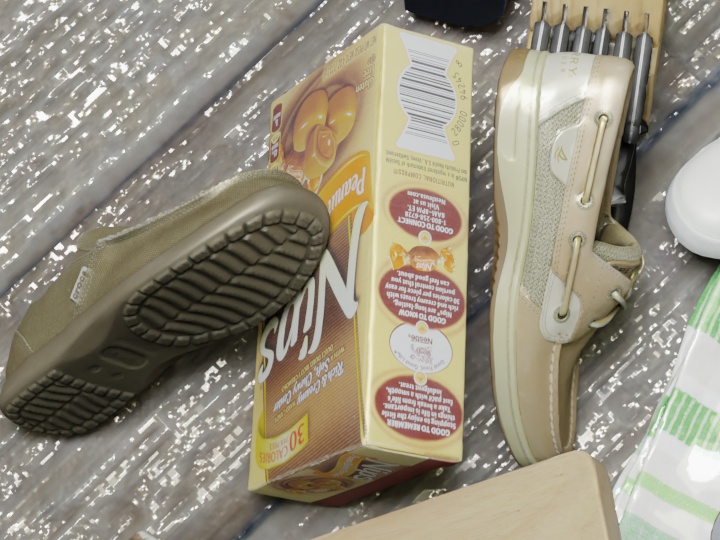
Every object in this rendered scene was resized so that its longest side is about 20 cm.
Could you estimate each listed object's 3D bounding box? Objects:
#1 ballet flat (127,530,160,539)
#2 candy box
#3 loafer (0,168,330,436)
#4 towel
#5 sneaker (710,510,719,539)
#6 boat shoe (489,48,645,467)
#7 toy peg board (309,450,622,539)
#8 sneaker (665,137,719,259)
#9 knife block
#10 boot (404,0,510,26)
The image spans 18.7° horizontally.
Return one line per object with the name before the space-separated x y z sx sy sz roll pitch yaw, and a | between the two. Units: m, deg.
ballet flat | -0.059 0.214 0.994 0.071 0.072 0.201 -17 73 -1
candy box | 0.000 0.000 1.021 0.055 0.115 0.201 13 69 -26
loafer | -0.100 0.004 1.023 0.199 0.076 0.068 -33 53 26
towel | 0.210 0.080 1.027 0.152 0.023 0.201 23 75 12
sneaker | 0.235 0.152 0.867 0.199 0.109 0.070 33 82 2
boat shoe | 0.096 -0.001 0.994 0.065 0.072 0.201 4 110 12
toy peg board | 0.042 0.208 0.916 0.199 0.098 0.200 -21 59 21
sneaker | 0.237 -0.070 1.031 0.199 0.085 0.073 -20 59 -8
knife block | 0.117 -0.110 1.088 0.064 0.177 0.200 9 28 7
boot | 0.003 -0.200 1.127 0.199 0.075 0.097 24 58 12
